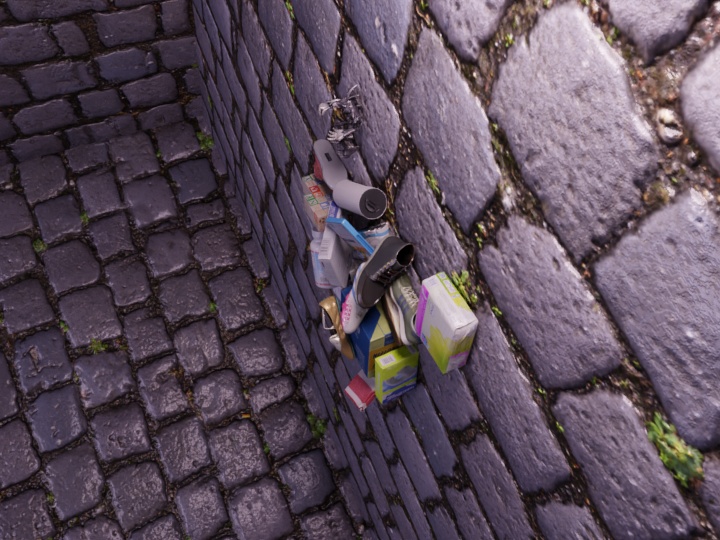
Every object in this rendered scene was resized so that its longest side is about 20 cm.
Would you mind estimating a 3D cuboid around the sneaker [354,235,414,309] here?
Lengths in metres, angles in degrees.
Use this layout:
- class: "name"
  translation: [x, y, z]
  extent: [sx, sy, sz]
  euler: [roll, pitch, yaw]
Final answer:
- class: "sneaker"
  translation: [0.056, 0.009, 1.484]
  extent: [0.201, 0.075, 0.106]
  euler: [-65, 27, -1]

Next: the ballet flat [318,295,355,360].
- class: "ballet flat"
  translation: [-0.074, 0.177, 1.776]
  extent: [0.069, 0.063, 0.201]
  euler: [160, 92, -74]

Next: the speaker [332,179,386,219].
- class: "speaker"
  translation: [-0.005, -0.191, 1.595]
  extent: [0.200, 0.081, 0.082]
  euler: [-147, 41, -64]

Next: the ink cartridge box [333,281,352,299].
- class: "ink cartridge box"
  translation: [-0.045, 0.127, 2.118]
  extent: [0.163, 0.057, 0.201]
  euler: [-130, 31, -49]

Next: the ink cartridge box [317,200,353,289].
- class: "ink cartridge box"
  translation: [-0.066, -0.066, 1.740]
  extent: [0.200, 0.043, 0.197]
  euler: [72, -156, -58]

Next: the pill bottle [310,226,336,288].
- class: "pill bottle"
  translation: [-0.110, -0.049, 2.014]
  extent: [0.109, 0.108, 0.201]
  euler: [-141, 40, -59]

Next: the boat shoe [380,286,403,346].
- class: "boat shoe"
  translation: [0.100, 0.101, 1.608]
  extent: [0.074, 0.066, 0.201]
  euler: [116, 139, -72]

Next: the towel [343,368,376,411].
- class: "towel"
  translation: [0.038, 0.325, 1.851]
  extent: [0.023, 0.200, 0.144]
  euler: [43, 175, -26]

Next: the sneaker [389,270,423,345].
- class: "sneaker"
  translation: [0.134, 0.089, 1.515]
  extent: [0.090, 0.067, 0.202]
  euler: [-12, 89, 54]

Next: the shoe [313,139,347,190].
- class: "shoe"
  translation: [-0.090, -0.290, 1.779]
  extent: [0.091, 0.071, 0.201]
  euler: [94, 157, -55]

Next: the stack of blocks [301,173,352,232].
- class: "stack of blocks"
  translation: [-0.117, -0.218, 1.853]
  extent: [0.059, 0.115, 0.200]
  euler: [90, 155, -47]

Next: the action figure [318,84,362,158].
- class: "action figure"
  translation: [-0.047, -0.372, 1.501]
  extent: [0.200, 0.101, 0.119]
  euler: [97, 160, -59]

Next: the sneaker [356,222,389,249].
- class: "sneaker"
  translation: [0.030, -0.076, 1.632]
  extent: [0.087, 0.075, 0.200]
  euler: [67, 164, -9]

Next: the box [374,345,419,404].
- class: "box"
  translation: [0.102, 0.303, 1.724]
  extent: [0.048, 0.121, 0.201]
  euler: [53, 156, 39]

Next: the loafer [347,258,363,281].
- class: "loafer"
  translation: [-0.035, -0.001, 1.908]
  extent: [0.200, 0.069, 0.070]
  euler: [158, 92, -73]

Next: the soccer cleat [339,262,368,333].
- class: "soccer cleat"
  translation: [0.006, 0.078, 1.594]
  extent: [0.086, 0.070, 0.201]
  euler: [16, 93, 36]

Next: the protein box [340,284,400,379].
- class: "protein box"
  translation: [0.040, 0.164, 1.743]
  extent: [0.201, 0.134, 0.199]
  euler: [92, 153, -50]

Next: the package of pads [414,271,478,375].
- class: "package of pads"
  translation: [0.190, 0.126, 1.356]
  extent: [0.201, 0.068, 0.155]
  euler: [91, 154, -50]

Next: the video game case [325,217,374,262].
- class: "video game case"
  translation: [-0.002, -0.065, 1.602]
  extent: [0.200, 0.018, 0.143]
  euler: [46, 170, -19]

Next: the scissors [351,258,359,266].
- class: "scissors"
  translation: [0.000, 0.000, 1.760]
  extent: [0.014, 0.073, 0.200]
  euler: [49, 163, -30]
